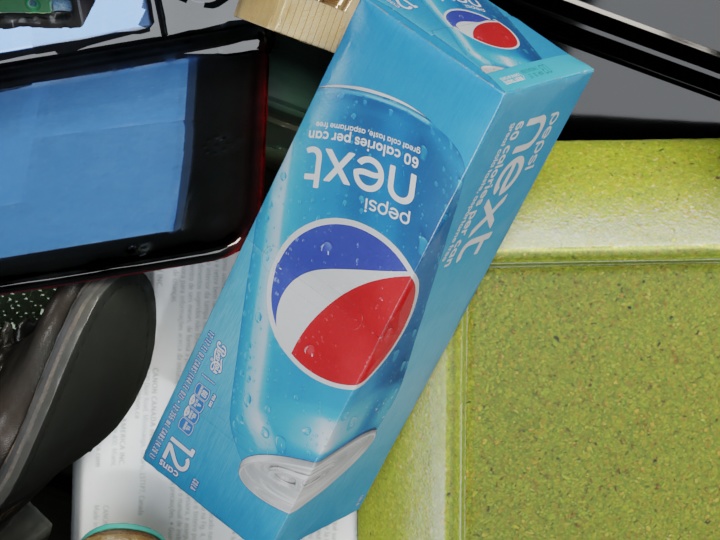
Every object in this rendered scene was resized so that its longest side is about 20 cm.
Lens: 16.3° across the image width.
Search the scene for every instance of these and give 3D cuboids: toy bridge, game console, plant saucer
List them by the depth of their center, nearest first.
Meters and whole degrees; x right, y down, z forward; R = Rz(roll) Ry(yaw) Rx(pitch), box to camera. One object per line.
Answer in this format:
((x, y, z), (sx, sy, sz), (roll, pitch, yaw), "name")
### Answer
((0.016, -0.174, 0.907), (0.067, 0.027, 0.200), (17, 92, -43), "toy bridge")
((-0.140, -0.087, 0.921), (0.200, 0.119, 0.172), (-9, 104, 8), "game console")
((0.099, 0.052, 0.949), (0.200, 0.048, 0.200), (-1, 105, -4), "plant saucer")

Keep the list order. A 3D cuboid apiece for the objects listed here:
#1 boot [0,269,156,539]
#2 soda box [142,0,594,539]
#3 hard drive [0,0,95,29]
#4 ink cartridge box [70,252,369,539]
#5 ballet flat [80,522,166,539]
((-0.182, 0.032, 0.958), (0.174, 0.069, 0.200), (41, 120, 14), "boot")
((0.000, 0.000, 0.884), (0.064, 0.068, 0.200), (36, 117, 20), "soda box")
((-0.197, -0.151, 0.873), (0.200, 0.038, 0.140), (2, 130, 13), "hard drive")
((-0.012, 0.058, 0.991), (0.200, 0.057, 0.163), (1, 105, -9), "ink cartridge box")
((-0.107, 0.187, 0.980), (0.068, 0.072, 0.200), (10, 130, -15), "ballet flat")
